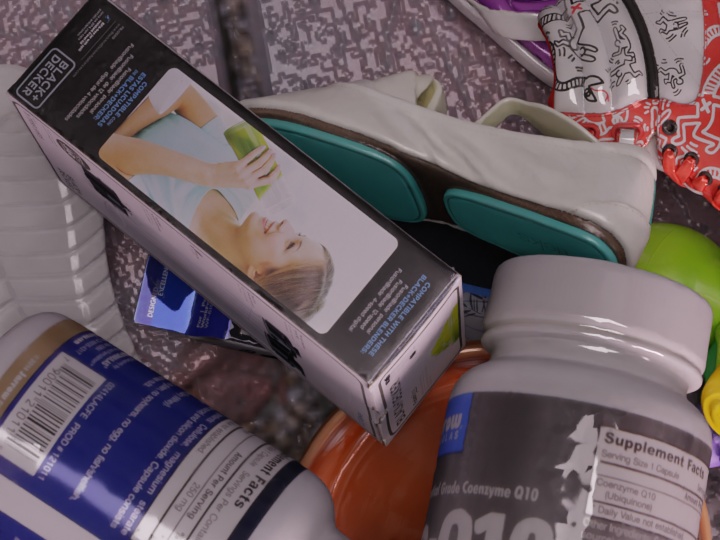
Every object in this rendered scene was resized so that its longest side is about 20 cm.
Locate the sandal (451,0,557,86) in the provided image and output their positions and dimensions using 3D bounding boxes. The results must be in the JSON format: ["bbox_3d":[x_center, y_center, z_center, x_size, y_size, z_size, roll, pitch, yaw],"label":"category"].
[{"bbox_3d":[0.091,-0.139,0.988,0.202,0.050,0.083,29,84,2],"label":"sandal"}]

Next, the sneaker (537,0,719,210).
[{"bbox_3d":[0.152,-0.051,0.918,0.107,0.067,0.203,-27,74,10],"label":"sneaker"}]

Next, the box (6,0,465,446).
[{"bbox_3d":[-0.049,-0.019,0.885,0.200,0.117,0.060,39,79,14],"label":"box"}]

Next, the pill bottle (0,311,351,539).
[{"bbox_3d":[-0.082,0.115,0.879,0.199,0.116,0.116,32,84,8],"label":"pill bottle"}]

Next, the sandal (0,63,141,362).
[{"bbox_3d":[-0.155,0.006,0.973,0.082,0.050,0.204,-18,96,-25],"label":"sandal"}]

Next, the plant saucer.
[{"bbox_3d":[0.061,0.130,0.952,0.198,0.032,0.202,0,101,1],"label":"plant saucer"}]

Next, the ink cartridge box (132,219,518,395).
[{"bbox_3d":[0.000,0.000,0.971,0.198,0.039,0.100,12,84,-7],"label":"ink cartridge box"}]

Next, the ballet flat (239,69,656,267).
[{"bbox_3d":[0.040,-0.051,0.909,0.199,0.069,0.070,19,83,23],"label":"ballet flat"}]

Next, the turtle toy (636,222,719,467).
[{"bbox_3d":[0.196,0.049,0.947,0.200,0.101,0.146,44,54,4],"label":"turtle toy"}]

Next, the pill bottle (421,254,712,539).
[{"bbox_3d":[0.083,0.103,0.852,0.113,0.114,0.202,12,75,0],"label":"pill bottle"}]
